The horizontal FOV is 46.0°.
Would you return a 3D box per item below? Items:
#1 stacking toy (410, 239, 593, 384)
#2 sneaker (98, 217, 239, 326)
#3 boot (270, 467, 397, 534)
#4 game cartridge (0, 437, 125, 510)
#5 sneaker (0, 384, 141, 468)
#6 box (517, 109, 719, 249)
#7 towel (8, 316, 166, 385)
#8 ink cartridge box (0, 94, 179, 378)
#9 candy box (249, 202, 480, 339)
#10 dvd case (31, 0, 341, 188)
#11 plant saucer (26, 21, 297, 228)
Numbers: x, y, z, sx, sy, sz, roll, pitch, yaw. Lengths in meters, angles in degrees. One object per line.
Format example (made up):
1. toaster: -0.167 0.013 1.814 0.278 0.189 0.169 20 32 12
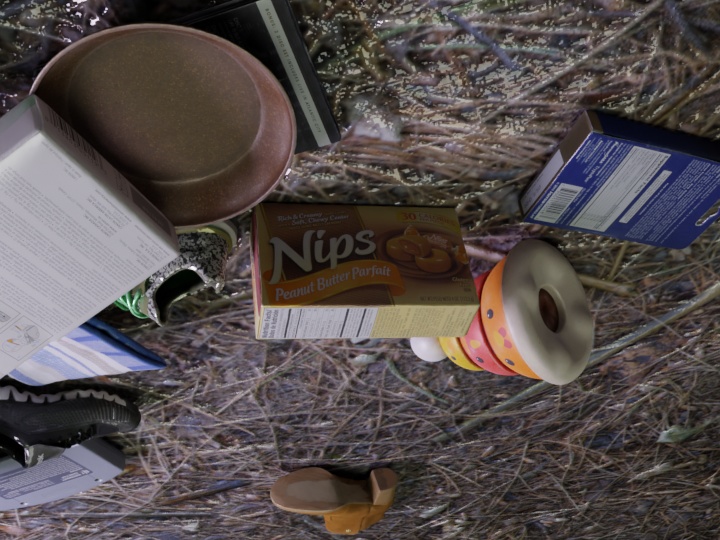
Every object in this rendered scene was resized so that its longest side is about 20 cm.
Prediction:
1. stacking toy: 0.132 0.063 0.902 0.145 0.149 0.198 25 147 -37
2. sneaker: -0.199 0.012 0.771 0.198 0.090 0.077 -24 141 19
3. boot: -0.043 0.353 1.260 0.197 0.072 0.145 -2 140 -18
4. game cartridge: -0.409 0.252 1.080 0.197 0.041 0.134 -19 138 12
5. sneaker: -0.348 0.182 0.956 0.197 0.092 0.067 9 141 -23
6. box: 0.262 -0.079 0.802 0.197 0.033 0.122 9 139 -21
7. towel: -0.309 0.078 0.839 0.197 0.024 0.147 -9 148 30
8. ink cartridge box: -0.262 -0.013 0.639 0.198 0.050 0.161 -32 139 7
9. candy box: 0.000 0.000 0.777 0.196 0.117 0.056 0 142 -13
10. dvd case: -0.129 -0.129 0.664 0.196 0.016 0.150 -15 141 9
11. plant saucer: -0.147 -0.111 0.641 0.196 0.037 0.202 -5 142 -4
